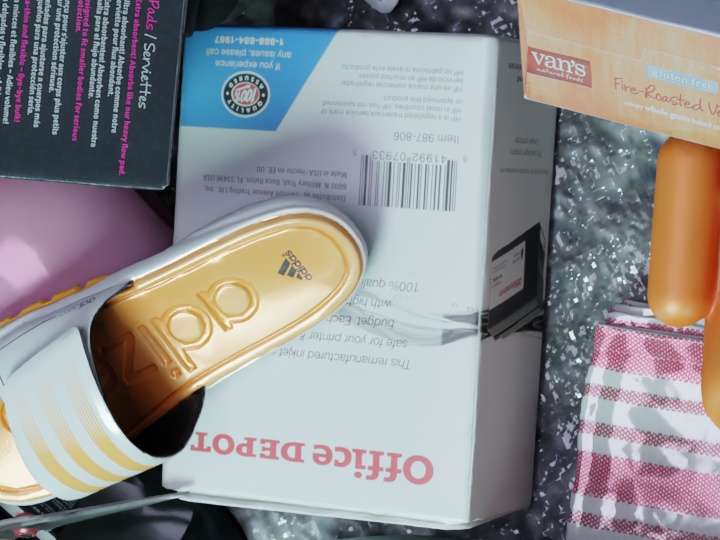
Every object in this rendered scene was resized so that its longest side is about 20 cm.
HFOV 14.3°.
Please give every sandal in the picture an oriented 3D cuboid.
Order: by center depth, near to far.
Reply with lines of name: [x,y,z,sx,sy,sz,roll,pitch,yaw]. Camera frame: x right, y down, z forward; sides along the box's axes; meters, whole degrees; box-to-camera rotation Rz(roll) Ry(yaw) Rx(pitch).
sandal: [-0.089,0.039,1.158,0.206,0.059,0.079,-32,113,21]

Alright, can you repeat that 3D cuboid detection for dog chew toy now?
dog chew toy: [-0.170,0.028,1.252,0.200,0.125,0.125,-41,75,3]

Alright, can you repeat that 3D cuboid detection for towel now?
towel: [0.156,0.120,1.177,0.145,0.030,0.201,9,96,23]

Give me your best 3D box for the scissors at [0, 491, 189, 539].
scissors: [-0.153,0.114,1.258,0.199,0.073,0.014,-9,67,19]

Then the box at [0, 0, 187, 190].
box: [-0.128,-0.138,1.130,0.114,0.132,0.201,6,94,-13]

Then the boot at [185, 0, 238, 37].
boot: [0.026,-0.160,1.173,0.199,0.066,0.166,8,112,-13]

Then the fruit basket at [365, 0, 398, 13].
fruit basket: [-0.012,-0.242,1.224,0.200,0.094,0.186,36,106,3]

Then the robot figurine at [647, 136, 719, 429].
robot figurine: [0.188,-0.003,1.092,0.143,0.117,0.201,-1,67,18]

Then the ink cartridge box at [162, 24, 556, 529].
ink cartridge box: [0.000,0.000,1.211,0.144,0.084,0.201,5,93,24]

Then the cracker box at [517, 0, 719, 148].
cracker box: [0.160,-0.127,1.082,0.133,0.200,0.058,17,137,23]

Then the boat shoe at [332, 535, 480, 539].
boat shoe: [0.046,0.146,1.180,0.199,0.070,0.064,4,92,44]

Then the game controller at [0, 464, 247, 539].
game controller: [-0.143,0.107,1.308,0.200,0.042,0.105,38,91,18]
